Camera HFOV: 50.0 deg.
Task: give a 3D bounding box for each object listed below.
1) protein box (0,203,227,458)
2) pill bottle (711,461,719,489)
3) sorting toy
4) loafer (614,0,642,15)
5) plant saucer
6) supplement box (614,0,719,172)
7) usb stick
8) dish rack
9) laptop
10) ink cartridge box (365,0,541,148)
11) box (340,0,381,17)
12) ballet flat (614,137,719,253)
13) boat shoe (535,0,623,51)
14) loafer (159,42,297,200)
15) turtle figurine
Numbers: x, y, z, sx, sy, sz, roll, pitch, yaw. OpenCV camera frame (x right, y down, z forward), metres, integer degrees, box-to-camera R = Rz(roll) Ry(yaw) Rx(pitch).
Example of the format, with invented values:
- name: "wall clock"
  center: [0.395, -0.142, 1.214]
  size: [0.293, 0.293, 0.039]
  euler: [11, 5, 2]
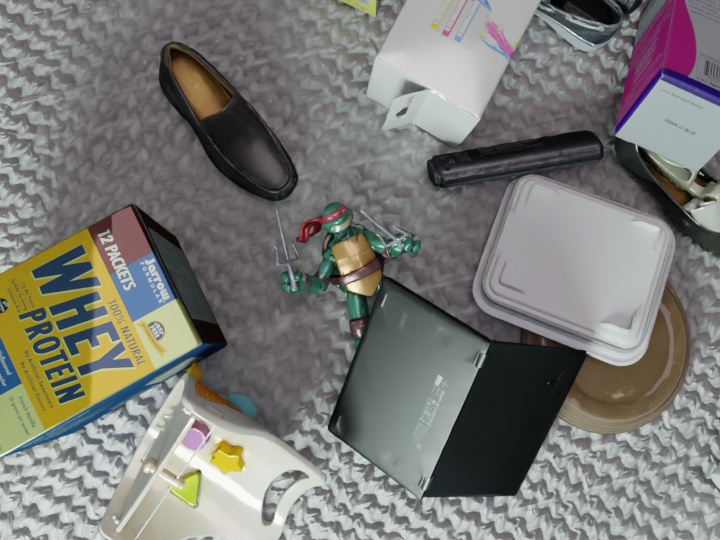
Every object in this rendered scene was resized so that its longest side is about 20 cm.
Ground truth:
- name: "protein box"
  center: [-0.250, 0.059, 0.736]
  size: [0.195, 0.200, 0.137]
  euler: [-28, 86, -6]
- name: "pill bottle"
  center: [0.465, 0.165, 0.821]
  size: [0.104, 0.104, 0.201]
  euler: [42, 84, 1]
- name: "sorting toy"
  center: [-0.133, 0.205, 0.778]
  size: [0.178, 0.108, 0.201]
  euler: [31, 117, -14]
- name: "loafer"
  center: [0.324, -0.385, 0.885]
  size: [0.071, 0.073, 0.203]
  euler: [25, 72, 5]
- name: "plant saucer"
  center: [0.276, 0.079, 0.856]
  size: [0.194, 0.029, 0.206]
  euler: [0, 85, -3]
- name: "supplement box"
  center: [0.352, -0.226, 0.820]
  size: [0.099, 0.104, 0.203]
  euler: [23, 62, -1]
- name: "usb stick"
  center: [0.172, -0.123, 0.857]
  size: [0.194, 0.056, 0.033]
  euler: [-10, 120, -5]
- name: "dish rack"
  center: [0.233, -0.010, 0.829]
  size: [0.195, 0.044, 0.175]
  euler: [20, 77, 10]
- name: "laptop"
  center: [0.096, 0.127, 0.801]
  size: [0.197, 0.115, 0.191]
  euler: [30, 113, 23]
- name: "ink cartridge box"
  center: [0.096, -0.238, 0.825]
  size: [0.123, 0.129, 0.203]
  euler: [28, 84, -1]
- name: "box"
  center: [0.025, -0.399, 0.874]
  size: [0.074, 0.050, 0.204]
  euler: [24, 83, 0]
- name: "ballet flat"
  center: [0.365, -0.090, 0.857]
  size: [0.199, 0.068, 0.068]
  euler: [40, 83, 1]
- name: "boat shoe"
  center: [0.208, -0.324, 0.869]
  size: [0.198, 0.068, 0.072]
  euler: [37, 83, 0]
- name: "loafer"
  center: [-0.145, -0.157, 0.821]
  size: [0.200, 0.072, 0.073]
  euler: [44, 82, 1]
- name: "turtle figurine"
  center: [0.000, 0.000, 0.810]
  size: [0.147, 0.101, 0.203]
  euler: [-25, 103, 12]
